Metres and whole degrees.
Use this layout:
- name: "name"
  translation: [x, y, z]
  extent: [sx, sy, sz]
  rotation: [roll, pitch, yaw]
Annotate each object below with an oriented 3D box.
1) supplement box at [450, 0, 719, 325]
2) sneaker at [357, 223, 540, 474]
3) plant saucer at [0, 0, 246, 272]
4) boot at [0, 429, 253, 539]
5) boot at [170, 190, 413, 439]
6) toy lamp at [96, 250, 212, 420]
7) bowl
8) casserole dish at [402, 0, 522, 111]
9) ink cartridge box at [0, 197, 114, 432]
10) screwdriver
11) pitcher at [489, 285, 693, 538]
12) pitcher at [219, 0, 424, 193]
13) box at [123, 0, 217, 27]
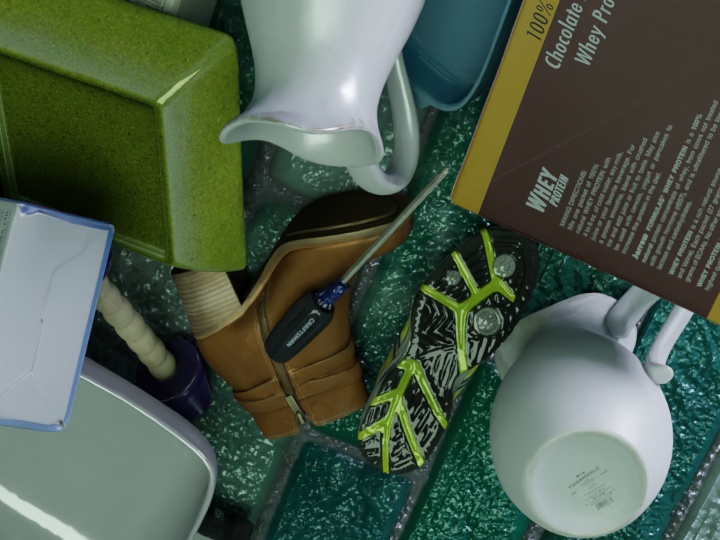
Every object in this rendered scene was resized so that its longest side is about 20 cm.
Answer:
- name: "supplement box"
  translation: [0.191, -0.109, 1.003]
  extent: [0.199, 0.133, 0.198]
  rotation: [24, 120, 8]
- name: "sneaker"
  translation: [0.057, 0.049, 1.156]
  extent: [0.075, 0.076, 0.201]
  rotation: [34, 95, -8]
- name: "plant saucer"
  translation: [-0.175, -0.089, 1.062]
  extent: [0.199, 0.048, 0.201]
  rotation: [20, 137, 19]
- name: "boot"
  translation: [-0.208, 0.216, 1.258]
  extent: [0.199, 0.066, 0.166]
  rotation: [29, 106, -10]
- name: "boot"
  translation: [-0.025, 0.034, 1.157]
  extent: [0.199, 0.074, 0.156]
  rotation: [-18, 111, 26]
- name: "toy lamp"
  translation: [-0.160, 0.045, 1.142]
  extent: [0.058, 0.059, 0.200]
  rotation: [-13, 141, 12]
- name: "bowl"
  translation: [-0.213, 0.151, 1.166]
  extent: [0.199, 0.075, 0.201]
  rotation: [31, 113, -4]
- name: "casserole dish"
  translation: [0.066, -0.198, 1.016]
  extent: [0.121, 0.039, 0.201]
  rotation: [44, 129, 34]
- name: "ink cartridge box"
  translation: [-0.255, 0.018, 1.048]
  extent: [0.076, 0.199, 0.138]
  rotation: [16, 86, -40]
- name: "screwdriver"
  translation: [0.000, 0.000, 1.071]
  extent: [0.200, 0.028, 0.029]
  rotation: [-41, 79, 32]
- name: "pitcher"
  translation: [0.167, 0.079, 1.084]
  extent: [0.171, 0.200, 0.121]
  rotation: [-40, 105, 19]
- name: "pitcher"
  translation: [-0.006, -0.158, 0.983]
  extent: [0.120, 0.171, 0.202]
  rotation: [0, 76, 30]
- name: "box"
  translation: [-0.122, -0.253, 1.021]
  extent: [0.094, 0.078, 0.201]
  rotation: [27, 116, 9]
